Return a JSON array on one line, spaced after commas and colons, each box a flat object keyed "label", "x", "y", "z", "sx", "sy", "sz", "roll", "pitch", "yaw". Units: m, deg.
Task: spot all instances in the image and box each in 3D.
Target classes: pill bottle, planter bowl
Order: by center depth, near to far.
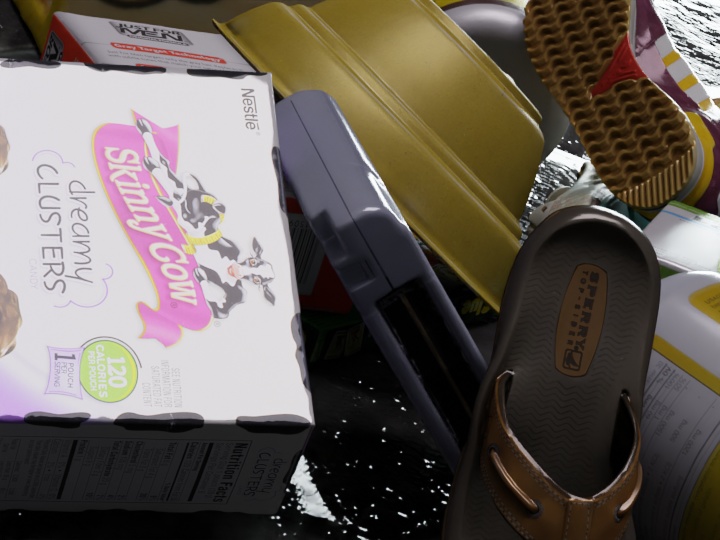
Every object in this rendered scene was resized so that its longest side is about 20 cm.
[{"label": "pill bottle", "x": 0.153, "y": 0.070, "z": 1.037, "sx": 0.112, "sy": 0.112, "sz": 0.200, "roll": -7, "pitch": 36, "yaw": -47}, {"label": "planter bowl", "x": 0.027, "y": -0.076, "z": 1.205, "sx": 0.200, "sy": 0.083, "sz": 0.200, "roll": 46, "pitch": 2, "yaw": -2}, {"label": "pill bottle", "x": 0.067, "y": -0.134, "z": 1.514, "sx": 0.109, "sy": 0.110, "sz": 0.200, "roll": 16, "pitch": 22, "yaw": -8}]

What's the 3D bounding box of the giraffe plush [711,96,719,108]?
[{"label": "giraffe plush", "x": 0.315, "y": -0.098, "z": 1.561, "sx": 0.172, "sy": 0.163, "sz": 0.200, "roll": 5, "pitch": 26, "yaw": -31}]

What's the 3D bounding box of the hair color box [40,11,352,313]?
[{"label": "hair color box", "x": -0.079, "y": -0.055, "z": 1.224, "sx": 0.101, "sy": 0.061, "sz": 0.200, "roll": 5, "pitch": 26, "yaw": -30}]

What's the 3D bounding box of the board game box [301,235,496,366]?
[{"label": "board game box", "x": 0.000, "y": 0.000, "z": 1.267, "sx": 0.105, "sy": 0.024, "sz": 0.200, "roll": 34, "pitch": 26, "yaw": 29}]

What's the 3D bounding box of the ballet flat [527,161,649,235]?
[{"label": "ballet flat", "x": 0.123, "y": -0.020, "z": 1.386, "sx": 0.062, "sy": 0.068, "sz": 0.200, "roll": -4, "pitch": 12, "yaw": 19}]

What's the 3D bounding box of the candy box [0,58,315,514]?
[{"label": "candy box", "x": -0.127, "y": 0.004, "z": 0.966, "sx": 0.199, "sy": 0.072, "sz": 0.168, "roll": 2, "pitch": 55, "yaw": -15}]

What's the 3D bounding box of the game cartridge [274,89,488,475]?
[{"label": "game cartridge", "x": 0.024, "y": 0.023, "z": 1.052, "sx": 0.041, "sy": 0.200, "sz": 0.133, "roll": -31, "pitch": 32, "yaw": -2}]

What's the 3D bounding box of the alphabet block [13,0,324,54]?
[{"label": "alphabet block", "x": -0.089, "y": -0.227, "z": 1.496, "sx": 0.199, "sy": 0.196, "sz": 0.196, "roll": 10, "pitch": 22, "yaw": -25}]

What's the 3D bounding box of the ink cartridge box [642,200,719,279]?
[{"label": "ink cartridge box", "x": 0.180, "y": 0.046, "z": 1.176, "sx": 0.147, "sy": 0.076, "sz": 0.200, "roll": 22, "pitch": 19, "yaw": 13}]

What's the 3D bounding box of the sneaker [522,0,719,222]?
[{"label": "sneaker", "x": 0.152, "y": -0.092, "z": 1.375, "sx": 0.090, "sy": 0.075, "sz": 0.200, "roll": 35, "pitch": 30, "yaw": -44}]

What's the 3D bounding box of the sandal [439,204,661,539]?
[{"label": "sandal", "x": 0.082, "y": 0.071, "z": 0.966, "sx": 0.081, "sy": 0.201, "sz": 0.055, "roll": 14, "pitch": -9, "yaw": -10}]
